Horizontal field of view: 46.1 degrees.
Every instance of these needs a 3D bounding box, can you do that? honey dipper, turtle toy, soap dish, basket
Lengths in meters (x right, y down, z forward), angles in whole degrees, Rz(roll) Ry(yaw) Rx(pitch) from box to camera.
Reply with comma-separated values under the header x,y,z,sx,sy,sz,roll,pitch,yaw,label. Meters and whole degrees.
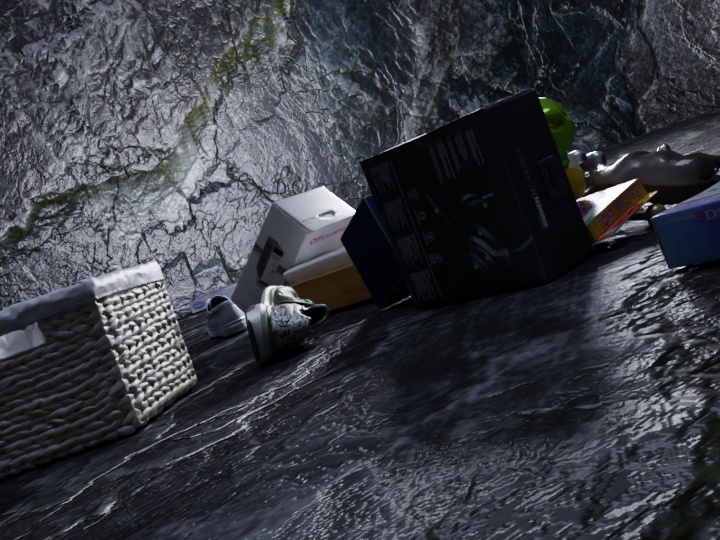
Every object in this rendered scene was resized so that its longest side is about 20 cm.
x,y,z,sx,sy,sz,roll,pitch,yaw,label
0.287,-0.062,0.956,0.038,0.038,0.200,-21,7,-12,honey dipper
0.183,-0.136,0.959,0.143,0.103,0.200,5,2,-8,turtle toy
0.000,0.000,1.239,0.198,0.082,0.157,-18,5,30,soap dish
-0.312,0.101,0.929,0.196,0.163,0.200,-20,5,10,basket

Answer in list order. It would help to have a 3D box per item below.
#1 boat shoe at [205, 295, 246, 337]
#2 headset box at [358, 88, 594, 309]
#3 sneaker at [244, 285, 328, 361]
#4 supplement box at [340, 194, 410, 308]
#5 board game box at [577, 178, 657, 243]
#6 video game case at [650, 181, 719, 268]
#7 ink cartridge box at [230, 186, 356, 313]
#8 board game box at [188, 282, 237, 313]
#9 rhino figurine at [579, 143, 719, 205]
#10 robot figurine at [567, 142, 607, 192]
x,y,z,sx,sy,sz,roll,pitch,yaw,label
-0.247,0.077,1.537,0.069,0.072,0.200,-22,4,-18,boat shoe
0.119,-0.069,0.866,0.092,0.176,0.199,-26,6,-40,headset box
-0.079,0.061,1.027,0.087,0.078,0.200,-7,11,5,sneaker
0.094,-0.052,1.060,0.198,0.110,0.109,-23,-17,-27,supplement box
0.227,-0.048,0.932,0.095,0.030,0.199,-38,11,-27,board game box
0.340,-0.063,0.594,0.180,0.046,0.199,-22,4,-35,video game case
-0.106,-0.023,1.359,0.146,0.083,0.201,-26,-31,-55,ink cartridge box
-0.428,0.071,2.760,0.197,0.042,0.200,-19,5,21,board game box
0.323,-0.108,0.963,0.087,0.061,0.199,-22,18,-32,rhino figurine
0.257,-0.113,1.195,0.168,0.115,0.199,1,-10,-35,robot figurine
